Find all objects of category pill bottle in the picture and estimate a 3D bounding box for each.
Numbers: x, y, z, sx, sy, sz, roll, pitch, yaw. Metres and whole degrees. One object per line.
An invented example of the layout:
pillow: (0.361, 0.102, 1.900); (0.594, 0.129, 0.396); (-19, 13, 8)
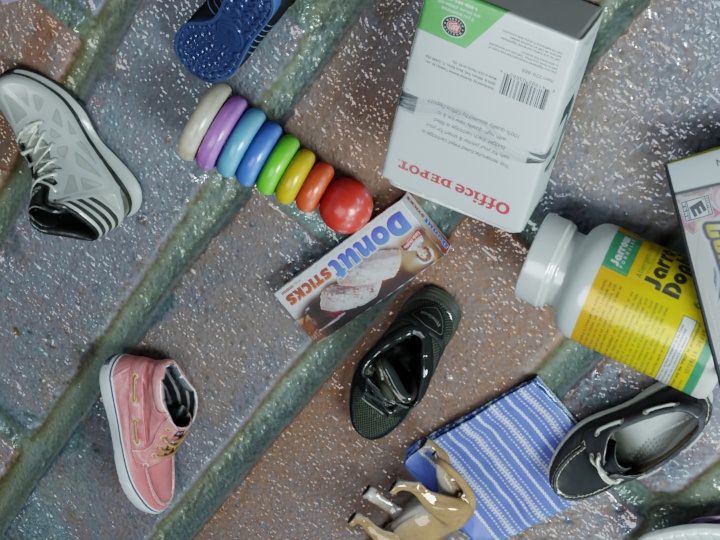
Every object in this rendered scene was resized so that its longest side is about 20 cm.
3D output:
pill bottle: (0.246, 0.026, 1.399); (0.198, 0.113, 0.114); (25, 126, 11)

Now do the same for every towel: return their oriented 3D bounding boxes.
towel: (0.153, 0.206, 1.602); (0.199, 0.024, 0.145); (-35, 100, 36)

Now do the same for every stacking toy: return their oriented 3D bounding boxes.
stacking toy: (-0.078, -0.099, 1.509); (0.199, 0.086, 0.086); (32, 127, -1)

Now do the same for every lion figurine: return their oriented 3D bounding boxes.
lion figurine: (0.069, 0.261, 1.616); (0.122, 0.073, 0.200); (37, 140, -8)

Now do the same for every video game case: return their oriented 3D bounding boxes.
video game case: (0.367, -0.019, 1.294); (0.179, 0.025, 0.203); (-15, 83, 20)

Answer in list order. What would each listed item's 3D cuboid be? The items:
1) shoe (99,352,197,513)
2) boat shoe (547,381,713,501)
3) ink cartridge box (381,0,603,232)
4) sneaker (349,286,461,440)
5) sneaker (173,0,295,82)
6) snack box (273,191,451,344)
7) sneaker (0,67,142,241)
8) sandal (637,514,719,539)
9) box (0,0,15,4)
shoe: (-0.229, 0.190, 1.744); (0.090, 0.071, 0.203); (1, 114, 31)
boat shoe: (0.259, 0.174, 1.499); (0.199, 0.060, 0.074); (-35, 103, 30)
ink cartridge box: (0.114, -0.156, 1.373); (0.144, 0.084, 0.202); (23, 125, 12)
sneaker: (0.026, 0.115, 1.556); (0.076, 0.114, 0.200); (36, 129, 4)
sneaker: (-0.108, -0.244, 1.446); (0.070, 0.078, 0.199); (48, 148, -10)
snack box: (0.000, 0.000, 1.555); (0.199, 0.024, 0.072); (-36, 98, 36)
sneaker: (-0.322, -0.115, 1.586); (0.201, 0.115, 0.076); (47, 127, -5)
sandal: (0.374, 0.264, 1.518); (0.200, 0.050, 0.083); (-6, 130, 14)
box: (-0.280, -0.372, 1.431); (0.174, 0.097, 0.202); (-6, 114, 28)
